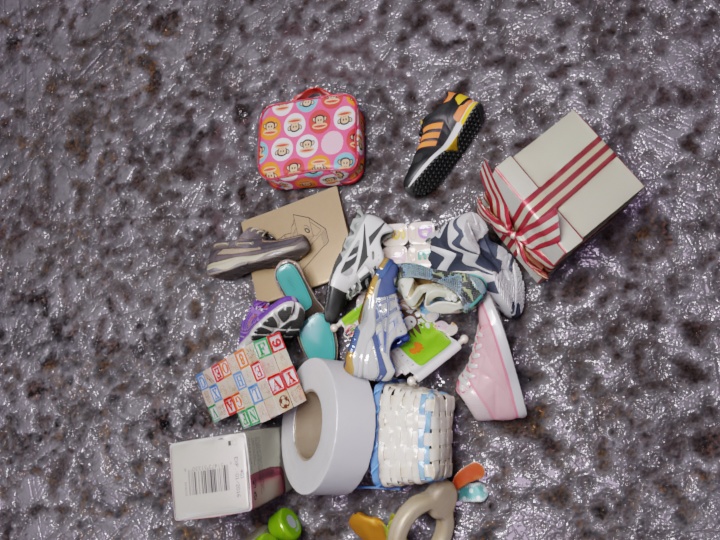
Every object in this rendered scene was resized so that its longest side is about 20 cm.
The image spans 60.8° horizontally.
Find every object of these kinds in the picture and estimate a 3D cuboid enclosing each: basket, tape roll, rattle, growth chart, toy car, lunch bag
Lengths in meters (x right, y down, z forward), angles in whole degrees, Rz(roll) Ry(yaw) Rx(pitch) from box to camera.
[{"bbox_3d":[0.047,0.259,0.967,0.195,0.138,0.182,-1,79,27],"label":"basket"},{"bbox_3d":[-0.055,0.243,0.961,0.069,0.201,0.209,11,78,-29],"label":"tape roll"},{"bbox_3d":[0.097,0.375,0.987,0.130,0.142,0.201,43,72,-15],"label":"rattle"},{"bbox_3d":[0.064,0.099,0.996,0.198,0.018,0.144,32,60,34],"label":"growth chart"},{"bbox_3d":[-0.133,0.517,0.957,0.164,0.158,0.201,-40,85,14],"label":"toy car"},{"bbox_3d":[-0.090,-0.246,1.122,0.194,0.082,0.182,-3,78,12],"label":"lunch bag"}]

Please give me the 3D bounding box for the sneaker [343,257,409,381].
[{"bbox_3d":[0.039,0.079,0.961,0.086,0.076,0.204,17,64,1],"label":"sneaker"}]

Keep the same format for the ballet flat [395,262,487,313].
[{"bbox_3d":[0.107,0.031,0.976,0.197,0.073,0.076,4,78,48],"label":"ballet flat"}]

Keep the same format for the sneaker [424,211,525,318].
[{"bbox_3d":[0.179,0.002,1.016,0.128,0.199,0.080,-13,39,50],"label":"sneaker"}]

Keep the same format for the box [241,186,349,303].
[{"bbox_3d":[-0.113,-0.044,1.116,0.195,0.021,0.168,-18,75,11],"label":"box"}]

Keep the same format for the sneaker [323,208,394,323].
[{"bbox_3d":[0.000,0.000,1.030,0.086,0.074,0.204,20,76,5],"label":"sneaker"}]

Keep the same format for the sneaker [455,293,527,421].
[{"bbox_3d":[0.191,0.146,0.967,0.102,0.075,0.206,-14,100,13],"label":"sneaker"}]

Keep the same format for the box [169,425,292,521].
[{"bbox_3d":[-0.198,0.315,0.973,0.124,0.200,0.112,-11,77,10],"label":"box"}]

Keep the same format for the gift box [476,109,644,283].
[{"bbox_3d":[0.289,-0.113,0.942,0.185,0.201,0.186,-37,71,-8],"label":"gift box"}]

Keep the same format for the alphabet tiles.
[{"bbox_3d":[0.084,0.017,1.067,0.190,0.015,0.206,-2,78,12],"label":"alphabet tiles"}]

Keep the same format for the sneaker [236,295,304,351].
[{"bbox_3d":[-0.163,0.081,1.034,0.199,0.079,0.086,-34,57,48],"label":"sneaker"}]

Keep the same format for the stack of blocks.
[{"bbox_3d":[-0.185,0.193,1.009,0.198,0.058,0.118,-30,81,44],"label":"stack of blocks"}]

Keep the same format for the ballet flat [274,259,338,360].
[{"bbox_3d":[-0.089,0.074,1.061,0.066,0.067,0.205,-20,95,-1],"label":"ballet flat"}]

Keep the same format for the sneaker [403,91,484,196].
[{"bbox_3d":[0.129,-0.225,1.085,0.090,0.070,0.201,38,88,31],"label":"sneaker"}]

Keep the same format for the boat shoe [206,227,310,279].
[{"bbox_3d":[-0.186,-0.041,1.084,0.194,0.074,0.075,-13,76,10],"label":"boat shoe"}]
